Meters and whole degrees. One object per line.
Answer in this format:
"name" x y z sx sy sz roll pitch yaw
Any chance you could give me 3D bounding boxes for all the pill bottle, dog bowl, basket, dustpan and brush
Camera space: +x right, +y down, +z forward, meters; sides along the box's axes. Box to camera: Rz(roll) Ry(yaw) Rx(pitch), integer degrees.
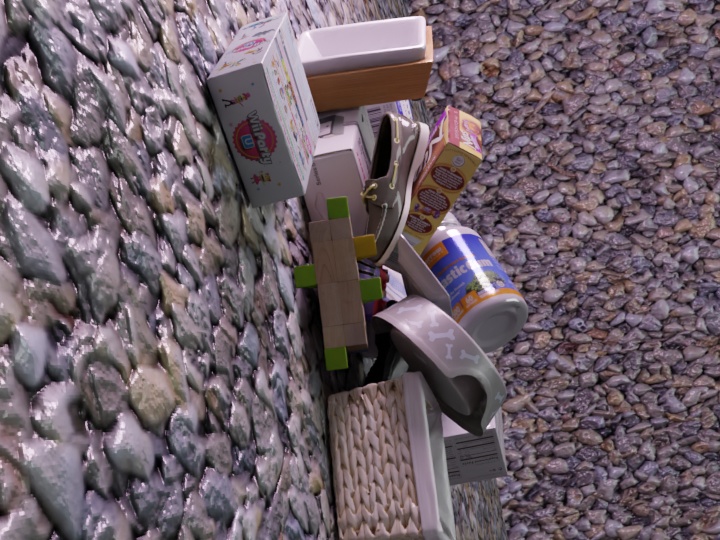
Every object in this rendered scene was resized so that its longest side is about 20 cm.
"pill bottle" 0.140 0.010 1.407 0.200 0.112 0.112 60 -3 37
"dog bowl" 0.100 0.113 1.249 0.200 0.059 0.200 45 -13 13
"basket" 0.038 0.241 1.209 0.136 0.123 0.201 61 21 -60
"dustpan and brush" 0.026 0.105 1.466 0.140 0.057 0.201 55 25 -65

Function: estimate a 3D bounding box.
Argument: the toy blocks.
"toy blocks" -0.025 0.025 1.240 0.137 0.099 0.201 81 1 -80

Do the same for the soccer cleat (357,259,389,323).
"soccer cleat" 0.000 0.000 1.375 0.201 0.076 0.067 -88 -178 -51

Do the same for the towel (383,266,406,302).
"towel" 0.031 0.010 1.513 0.147 0.024 0.200 45 18 -23

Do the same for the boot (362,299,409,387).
"boot" 0.079 0.147 1.395 0.070 0.131 0.201 -19 -126 67

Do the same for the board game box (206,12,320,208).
"board game box" -0.099 -0.180 1.101 0.200 0.064 0.148 -85 159 -63

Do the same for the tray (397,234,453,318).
"tray" 0.084 0.040 1.299 0.108 0.022 0.200 52 -9 27

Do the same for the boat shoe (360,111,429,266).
"boat shoe" 0.032 -0.106 1.288 0.072 0.060 0.203 -18 -127 63

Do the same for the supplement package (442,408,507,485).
"supplement package" 0.175 0.280 1.824 0.200 0.155 0.111 -82 157 -62

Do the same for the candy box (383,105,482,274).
"candy box" 0.089 -0.105 1.333 0.201 0.056 0.117 -59 -168 31

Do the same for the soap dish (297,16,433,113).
"soap dish" 0.005 -0.288 1.409 0.158 0.199 0.082 -85 167 -59

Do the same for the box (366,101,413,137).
"box" 0.040 -0.249 1.817 0.200 0.104 0.185 -81 157 -65

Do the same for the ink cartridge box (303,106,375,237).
"ink cartridge box" -0.024 -0.137 1.396 0.200 0.083 0.146 -83 159 -58
